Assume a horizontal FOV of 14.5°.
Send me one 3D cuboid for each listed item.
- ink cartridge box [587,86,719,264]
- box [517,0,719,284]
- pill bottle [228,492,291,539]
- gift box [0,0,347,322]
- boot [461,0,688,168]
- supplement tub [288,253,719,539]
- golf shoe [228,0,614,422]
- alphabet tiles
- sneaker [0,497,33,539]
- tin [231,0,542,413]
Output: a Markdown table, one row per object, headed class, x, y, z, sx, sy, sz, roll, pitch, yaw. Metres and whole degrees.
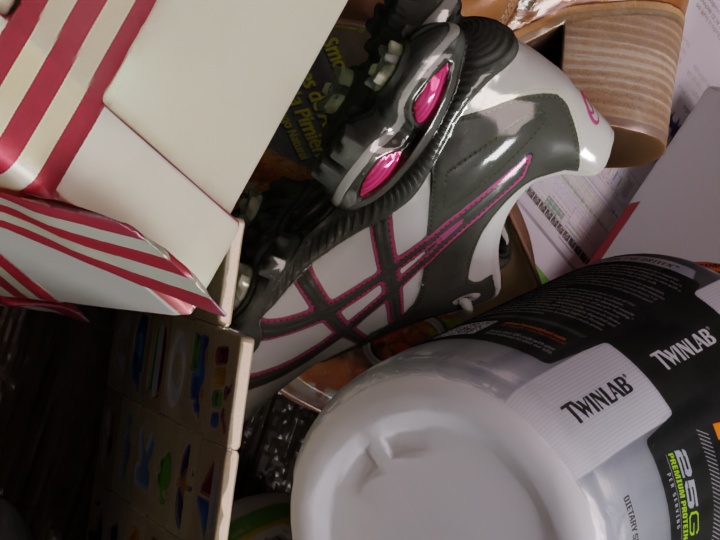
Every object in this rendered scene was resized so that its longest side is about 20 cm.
| class | x | y | z | sx | sy | sz | roll | pitch | yaw |
| --- | --- | --- | --- | --- | --- | --- | --- | --- | --- |
| ink cartridge box | 0.165 | 0.048 | 1.165 | 0.147 | 0.083 | 0.200 | -54 | 141 | -23 |
| box | 0.080 | -0.053 | 1.134 | 0.144 | 0.036 | 0.200 | 48 | 64 | -36 |
| pill bottle | 0.011 | 0.171 | 0.978 | 0.111 | 0.200 | 0.112 | -25 | 131 | -32 |
| gift box | -0.106 | -0.082 | 0.859 | 0.200 | 0.184 | 0.187 | 41 | 68 | -30 |
| boot | 0.027 | -0.126 | 1.051 | 0.199 | 0.074 | 0.156 | 10 | 69 | -19 |
| supplement tub | 0.076 | 0.065 | 0.956 | 0.200 | 0.122 | 0.123 | -23 | 112 | -54 |
| golf shoe | 0.000 | 0.000 | 0.941 | 0.088 | 0.200 | 0.077 | 28 | 36 | -17 |
| alphabet tiles | -0.065 | 0.064 | 0.920 | 0.006 | 0.200 | 0.167 | 7 | 91 | -16 |
| sneaker | -0.130 | 0.178 | 0.961 | 0.090 | 0.066 | 0.201 | 19 | 72 | -61 |
| tin | -0.003 | -0.024 | 1.003 | 0.042 | 0.111 | 0.200 | -90 | 162 | -45 |
